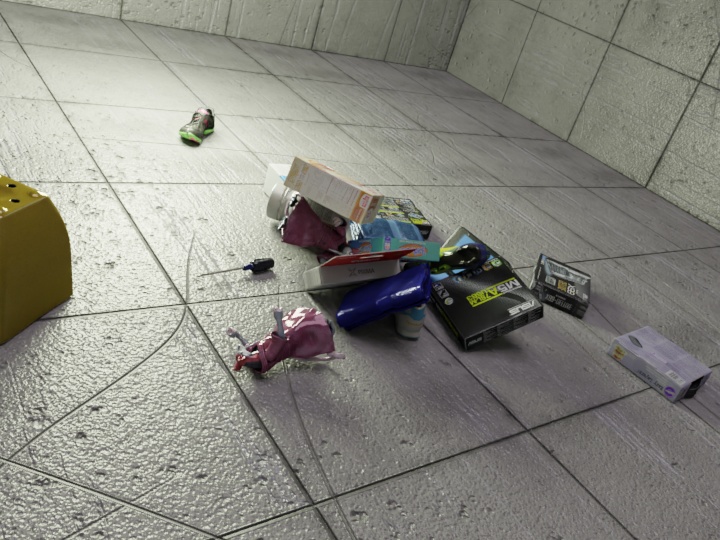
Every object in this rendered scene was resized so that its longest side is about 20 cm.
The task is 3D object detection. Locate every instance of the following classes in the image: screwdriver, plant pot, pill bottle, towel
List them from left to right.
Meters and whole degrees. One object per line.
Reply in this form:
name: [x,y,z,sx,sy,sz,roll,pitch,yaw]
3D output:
plant pot: [-0.598,-0.040,1.105,0.191,0.203,0.196,22,28,6]
screwdriver: [-0.260,0.001,1.437,0.198,0.028,0.029,-18,74,-47]
pill bottle: [-0.126,-0.141,1.677,0.197,0.116,0.115,20,27,3]
towel: [0.053,0.057,1.404,0.197,0.050,0.148,-19,16,19]
towel: [0.072,-0.093,1.769,0.197,0.049,0.113,5,43,-24]

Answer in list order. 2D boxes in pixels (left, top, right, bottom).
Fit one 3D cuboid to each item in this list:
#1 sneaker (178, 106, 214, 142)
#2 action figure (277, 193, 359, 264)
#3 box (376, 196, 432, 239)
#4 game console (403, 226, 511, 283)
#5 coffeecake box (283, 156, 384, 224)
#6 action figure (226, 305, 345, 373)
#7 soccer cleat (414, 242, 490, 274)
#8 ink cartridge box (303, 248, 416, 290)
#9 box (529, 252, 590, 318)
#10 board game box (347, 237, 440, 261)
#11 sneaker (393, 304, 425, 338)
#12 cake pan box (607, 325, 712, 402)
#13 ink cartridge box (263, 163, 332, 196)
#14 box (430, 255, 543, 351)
sneaker: [-0.484,-0.439,2.016,0.075,0.085,0.201,16,28,-3]
action figure: [-0.095,-0.074,1.571,0.198,0.135,0.149,30,6,-16]
box: [0.082,-0.154,1.910,0.197,0.045,0.161,3,33,-27]
game console: [0.234,-0.008,1.665,0.169,0.120,0.200,-6,36,-40]
coffeecake box: [-0.056,-0.182,1.553,0.198,0.074,0.153,28,10,8]
action figure: [-0.148,0.140,1.218,0.199,0.133,0.151,-30,96,-40]
soccer cleat: [0.217,-0.026,1.616,0.198,0.066,0.083,-8,-4,43]
ink cartridge box: [0.000,0.000,1.447,0.197,0.046,0.176,-6,-7,-27]
box: [0.543,0.038,1.851,0.156,0.050,0.200,25,28,10]
board game box: [0.075,-0.047,1.608,0.149,0.046,0.199,5,-3,-24]
sneaker: [0.101,0.061,1.498,0.075,0.082,0.201,7,29,-18]
cake pan box: [0.725,0.222,1.640,0.182,0.053,0.200,-12,40,-41]
ink cartridge box: [-0.140,-0.218,1.837,0.197,0.085,0.145,-3,35,-36]
box: [0.278,0.069,1.533,0.197,0.048,0.194,-21,40,-8]
